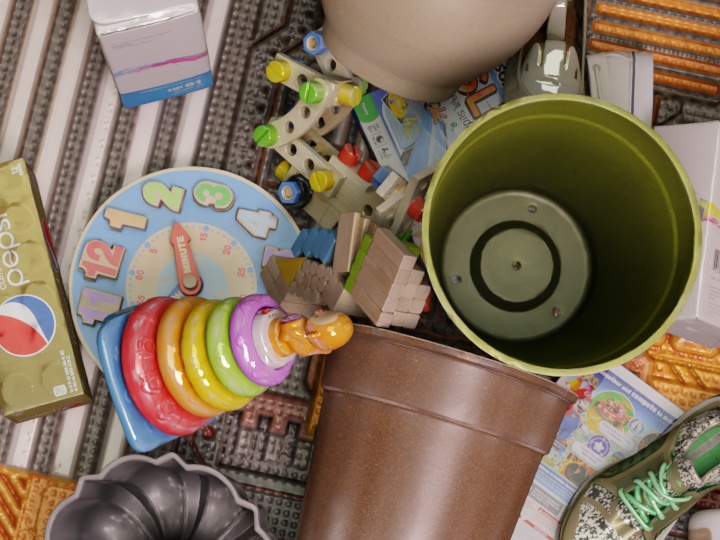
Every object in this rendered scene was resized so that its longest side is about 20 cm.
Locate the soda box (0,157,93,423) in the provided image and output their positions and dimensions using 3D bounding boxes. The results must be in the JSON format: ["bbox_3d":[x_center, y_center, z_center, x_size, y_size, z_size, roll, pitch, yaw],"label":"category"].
[{"bbox_3d":[-0.274,0.017,1.477,0.068,0.064,0.200,-15,80,-3],"label":"soda box"}]

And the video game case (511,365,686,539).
[{"bbox_3d":[0.181,0.178,1.476,0.143,0.018,0.200,36,81,6],"label":"video game case"}]

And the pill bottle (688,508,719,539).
[{"bbox_3d":[0.313,0.284,1.408,0.116,0.116,0.200,-1,80,-1],"label":"pill bottle"}]

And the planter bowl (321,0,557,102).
[{"bbox_3d":[0.049,-0.217,1.442,0.200,0.200,0.135,29,118,5],"label":"planter bowl"}]

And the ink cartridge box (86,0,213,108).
[{"bbox_3d":[-0.174,-0.230,1.455,0.085,0.200,0.145,-13,80,-3],"label":"ink cartridge box"}]

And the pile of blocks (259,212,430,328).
[{"bbox_3d":[0.000,0.000,1.410,0.062,0.200,0.082,10,87,-33],"label":"pile of blocks"}]

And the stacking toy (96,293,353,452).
[{"bbox_3d":[-0.090,0.059,1.375,0.200,0.116,0.110,-15,93,34],"label":"stacking toy"}]

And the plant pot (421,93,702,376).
[{"bbox_3d":[0.134,-0.015,1.382,0.200,0.193,0.201,1,83,-5],"label":"plant pot"}]

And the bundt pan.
[{"bbox_3d":[-0.144,0.237,1.413,0.202,0.076,0.202,0,89,16],"label":"bundt pan"}]

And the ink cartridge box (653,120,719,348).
[{"bbox_3d":[0.285,-0.046,1.466,0.068,0.115,0.200,-1,75,45],"label":"ink cartridge box"}]

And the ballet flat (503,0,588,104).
[{"bbox_3d":[0.153,-0.186,1.495,0.067,0.062,0.200,5,62,1],"label":"ballet flat"}]

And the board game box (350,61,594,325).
[{"bbox_3d":[0.092,-0.073,1.513,0.135,0.034,0.200,-24,81,-5],"label":"board game box"}]

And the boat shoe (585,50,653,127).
[{"bbox_3d":[0.201,-0.086,1.501,0.070,0.071,0.200,3,76,6],"label":"boat shoe"}]

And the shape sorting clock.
[{"bbox_3d":[-0.137,0.013,1.492,0.200,0.039,0.200,0,80,0],"label":"shape sorting clock"}]

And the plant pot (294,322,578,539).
[{"bbox_3d":[0.041,0.160,1.390,0.200,0.200,0.198,17,83,3],"label":"plant pot"}]

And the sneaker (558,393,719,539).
[{"bbox_3d":[0.234,0.163,1.425,0.200,0.089,0.077,-41,83,-7],"label":"sneaker"}]

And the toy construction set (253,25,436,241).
[{"bbox_3d":[-0.007,-0.089,1.464,0.200,0.092,0.131,50,121,33],"label":"toy construction set"}]
